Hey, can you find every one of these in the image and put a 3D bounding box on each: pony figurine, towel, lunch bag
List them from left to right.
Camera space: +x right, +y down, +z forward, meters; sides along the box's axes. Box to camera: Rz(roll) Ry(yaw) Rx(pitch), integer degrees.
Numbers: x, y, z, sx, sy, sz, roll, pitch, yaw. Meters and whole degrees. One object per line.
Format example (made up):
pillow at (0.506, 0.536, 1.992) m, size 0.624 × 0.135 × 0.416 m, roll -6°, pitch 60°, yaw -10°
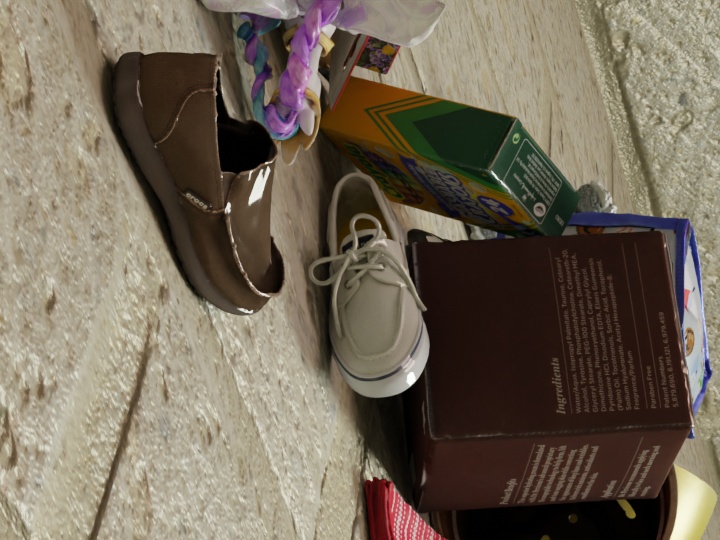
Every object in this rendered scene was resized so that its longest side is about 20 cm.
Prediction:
pony figurine at (-0.026, -0.194, 1.513) m, size 0.193 × 0.166 × 0.201 m, roll 103°, pitch -3°, yaw -60°
towel at (0.046, 0.247, 1.669) m, size 0.200 × 0.022 × 0.145 m, roll 51°, pitch 30°, yaw -62°
lunch bag at (0.204, 0.040, 1.900) m, size 0.124 × 0.169 × 0.201 m, roll -67°, pitch 154°, yaw -51°

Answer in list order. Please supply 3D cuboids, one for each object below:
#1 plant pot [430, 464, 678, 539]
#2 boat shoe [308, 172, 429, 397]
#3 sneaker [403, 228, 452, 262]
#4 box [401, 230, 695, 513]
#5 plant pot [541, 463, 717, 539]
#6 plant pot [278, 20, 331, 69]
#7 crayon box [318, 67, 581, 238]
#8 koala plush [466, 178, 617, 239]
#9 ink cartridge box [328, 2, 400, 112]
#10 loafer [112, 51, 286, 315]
plant pot at (0.170, 0.210, 1.878) m, size 0.198 × 0.199 × 0.201 m, roll 61°, pitch 20°, yaw -70°
boat shoe at (0.005, -0.002, 1.611) m, size 0.202 × 0.074 × 0.086 m, roll -91°, pitch 164°, yaw -49°
sneaker at (0.084, 0.000, 1.925) m, size 0.200 × 0.080 × 0.074 m, roll 25°, pitch 55°, yaw -71°
box at (0.137, 0.079, 1.717) m, size 0.166 × 0.199 × 0.165 m, roll 99°, pitch -13°, yaw -65°
plant pot at (0.215, 0.251, 2.063) m, size 0.200 × 0.199 × 0.143 m, roll 51°, pitch 53°, yaw -61°
plant pot at (-0.053, -0.248, 1.701) m, size 0.200 × 0.027 × 0.201 m, roll -13°, pitch 90°, yaw -77°
crayon box at (0.056, -0.088, 1.726) m, size 0.126 × 0.199 × 0.052 m, roll 44°, pitch 70°, yaw -50°
koala plush at (0.205, -0.010, 2.248) m, size 0.200 × 0.177 × 0.184 m, roll 70°, pitch 25°, yaw -43°
ink cartridge box at (0.019, -0.213, 1.680) m, size 0.200 × 0.050 × 0.109 m, roll -89°, pitch -160°, yaw -47°
loafer at (-0.080, -0.049, 1.314) m, size 0.200 × 0.071 × 0.073 m, roll 64°, pitch 19°, yaw -45°
